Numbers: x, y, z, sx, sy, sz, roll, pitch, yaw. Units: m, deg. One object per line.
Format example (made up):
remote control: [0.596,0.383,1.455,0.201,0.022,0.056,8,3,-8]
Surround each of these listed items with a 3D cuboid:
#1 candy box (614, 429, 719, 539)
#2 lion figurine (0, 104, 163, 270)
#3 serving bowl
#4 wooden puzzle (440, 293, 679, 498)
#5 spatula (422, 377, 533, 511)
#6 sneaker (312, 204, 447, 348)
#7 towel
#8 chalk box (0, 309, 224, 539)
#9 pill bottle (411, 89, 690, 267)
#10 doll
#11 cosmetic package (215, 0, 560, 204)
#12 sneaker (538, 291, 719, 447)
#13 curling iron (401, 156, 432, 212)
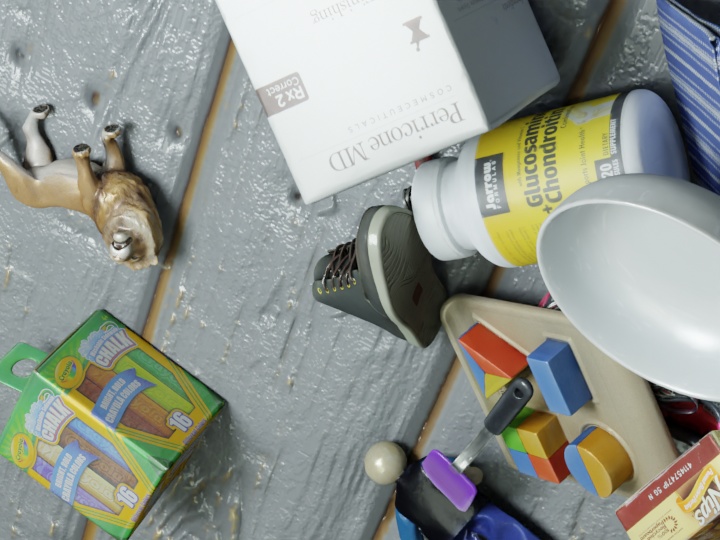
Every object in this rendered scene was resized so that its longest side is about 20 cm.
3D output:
candy box: [0.301,0.161,1.316,0.116,0.199,0.056,-48,62,37]
lion figurine: [-0.263,-0.077,1.547,0.199,0.072,0.123,22,137,31]
serving bowl: [0.225,0.002,1.203,0.199,0.066,0.201,29,151,18]
wooden puzzle: [0.158,0.112,1.405,0.199,0.046,0.186,5,127,52]
spatula: [0.100,0.143,1.440,0.056,0.021,0.200,43,139,11]
sneaker: [0.000,0.000,1.403,0.105,0.075,0.200,18,159,20]
towel: [0.260,-0.095,1.236,0.024,0.145,0.201,-18,112,-1]
chalk box: [-0.254,0.132,1.620,0.199,0.125,0.124,36,128,2]
pill bottle: [0.143,-0.064,1.316,0.199,0.112,0.113,-12,112,31]
doll: [0.084,0.227,1.555,0.199,0.048,0.137,37,126,2]
cosmetic package: [0.017,-0.183,1.254,0.164,0.165,0.201,-21,97,30]
sneaker: [0.231,0.075,1.378,0.199,0.075,0.081,31,128,8]
curling iron: [0.041,-0.116,1.380,0.025,0.050,0.202,0,111,22]
